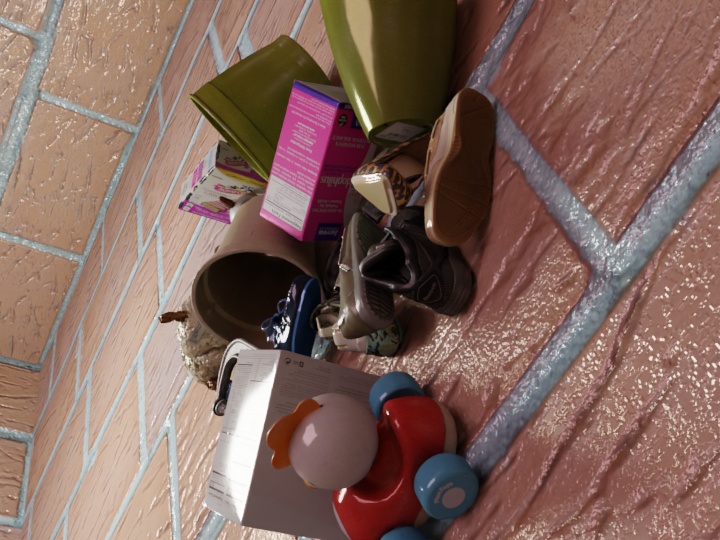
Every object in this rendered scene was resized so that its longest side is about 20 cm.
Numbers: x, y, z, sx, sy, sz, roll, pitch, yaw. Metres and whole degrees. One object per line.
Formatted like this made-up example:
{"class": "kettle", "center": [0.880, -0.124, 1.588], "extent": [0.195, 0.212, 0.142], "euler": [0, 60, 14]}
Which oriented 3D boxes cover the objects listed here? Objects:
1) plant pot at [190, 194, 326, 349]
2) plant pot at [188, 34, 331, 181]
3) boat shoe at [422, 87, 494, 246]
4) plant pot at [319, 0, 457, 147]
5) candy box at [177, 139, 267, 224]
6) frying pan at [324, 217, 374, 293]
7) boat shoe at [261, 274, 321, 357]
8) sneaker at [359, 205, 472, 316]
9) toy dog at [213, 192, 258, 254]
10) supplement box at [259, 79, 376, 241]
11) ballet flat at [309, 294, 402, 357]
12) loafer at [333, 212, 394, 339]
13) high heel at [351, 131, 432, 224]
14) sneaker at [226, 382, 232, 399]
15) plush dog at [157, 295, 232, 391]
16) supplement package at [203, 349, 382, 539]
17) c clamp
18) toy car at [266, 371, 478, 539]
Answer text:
{"class": "plant pot", "center": [-0.142, -0.011, 1.341], "extent": [0.201, 0.199, 0.185], "euler": [-52, 20, 35]}
{"class": "plant pot", "center": [-0.156, -0.291, 1.509], "extent": [0.193, 0.201, 0.200], "euler": [-45, 27, -3]}
{"class": "boat shoe", "center": [0.107, -0.111, 1.018], "extent": [0.069, 0.073, 0.202], "euler": [-32, 38, 58]}
{"class": "plant pot", "center": [0.046, -0.271, 1.147], "extent": [0.187, 0.185, 0.203], "euler": [-26, 65, 56]}
{"class": "candy box", "center": [-0.251, -0.161, 1.690], "extent": [0.200, 0.135, 0.062], "euler": [-35, 46, 53]}
{"class": "frying pan", "center": [0.007, -0.016, 1.184], "extent": [0.189, 0.031, 0.116], "euler": [9, 71, 62]}
{"class": "boat shoe", "center": [-0.106, 0.094, 1.234], "extent": [0.068, 0.084, 0.202], "euler": [23, 115, 21]}
{"class": "sneaker", "center": [0.051, -0.031, 1.027], "extent": [0.077, 0.113, 0.200], "euler": [-58, 26, 25]}
{"class": "toy dog", "center": [-0.223, -0.057, 1.593], "extent": [0.132, 0.095, 0.203], "euler": [-30, 54, 57]}
{"class": "supplement box", "center": [-0.054, -0.152, 1.248], "extent": [0.103, 0.101, 0.202], "euler": [32, 114, 37]}
{"class": "ballet flat", "center": [-0.014, 0.076, 1.130], "extent": [0.200, 0.073, 0.075], "euler": [7, 80, 68]}
{"class": "loafer", "center": [-0.004, 0.005, 1.064], "extent": [0.069, 0.075, 0.201], "euler": [-38, 27, 27]}
{"class": "high heel", "center": [0.057, -0.133, 1.040], "extent": [0.143, 0.071, 0.200], "euler": [-49, -3, -6]}
{"class": "sneaker", "center": [-0.138, 0.229, 1.297], "extent": [0.070, 0.079, 0.199], "euler": [-32, 30, -21]}
{"class": "plush dog", "center": [-0.265, 0.124, 1.516], "extent": [0.173, 0.159, 0.201], "euler": [101, 150, -43]}
{"class": "supplement package", "center": [-0.082, 0.213, 1.089], "extent": [0.150, 0.150, 0.203], "euler": [-10, 65, 62]}
{"class": "c clamp", "center": [-0.162, 0.189, 1.233], "extent": [0.199, 0.027, 0.173], "euler": [29, 105, 54]}
{"class": "toy car", "center": [-0.015, 0.197, 0.909], "extent": [0.178, 0.198, 0.185], "euler": [-63, 27, 17]}
